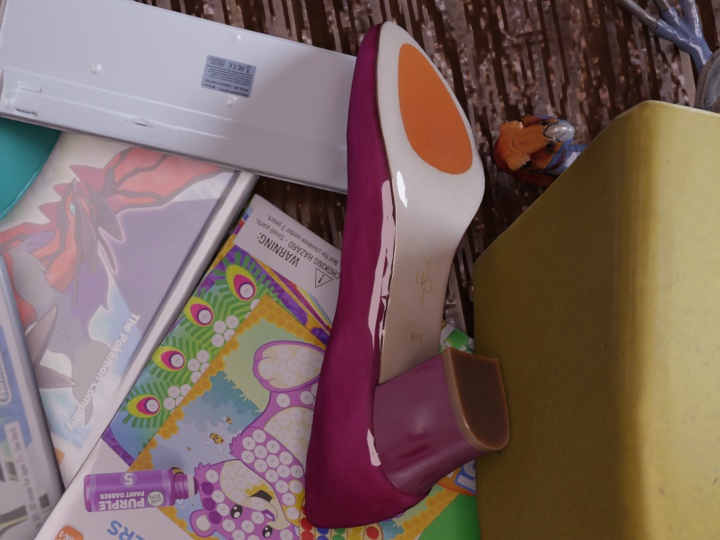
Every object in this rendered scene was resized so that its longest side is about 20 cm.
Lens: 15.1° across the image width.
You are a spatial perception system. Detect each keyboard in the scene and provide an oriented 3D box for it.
[{"bbox_3d":[-0.056,-0.071,1.101,0.199,0.011,0.057,12,87,-27],"label":"keyboard"}]

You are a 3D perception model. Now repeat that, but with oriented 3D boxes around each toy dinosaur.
[{"bbox_3d":[0.153,-0.033,1.103,0.181,0.105,0.201,-16,96,13],"label":"toy dinosaur"}]

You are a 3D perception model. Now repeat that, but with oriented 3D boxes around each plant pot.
[{"bbox_3d":[0.151,0.081,1.010,0.195,0.194,0.201,11,69,-13],"label":"plant pot"}]

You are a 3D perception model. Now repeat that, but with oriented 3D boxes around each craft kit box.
[{"bbox_3d":[-0.015,0.105,1.094,0.200,0.049,0.198,33,77,-3],"label":"craft kit box"}]

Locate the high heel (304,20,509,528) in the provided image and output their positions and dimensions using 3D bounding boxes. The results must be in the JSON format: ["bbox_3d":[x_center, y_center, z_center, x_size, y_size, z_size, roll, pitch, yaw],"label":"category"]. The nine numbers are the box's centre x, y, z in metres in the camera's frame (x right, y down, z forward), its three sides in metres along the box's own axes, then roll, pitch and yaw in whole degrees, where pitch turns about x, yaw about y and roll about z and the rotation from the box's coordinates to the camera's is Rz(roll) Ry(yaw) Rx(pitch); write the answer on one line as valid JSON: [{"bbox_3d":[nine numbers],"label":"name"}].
[{"bbox_3d":[0.000,0.000,1.077,0.096,0.067,0.201,-29,52,34],"label":"high heel"}]

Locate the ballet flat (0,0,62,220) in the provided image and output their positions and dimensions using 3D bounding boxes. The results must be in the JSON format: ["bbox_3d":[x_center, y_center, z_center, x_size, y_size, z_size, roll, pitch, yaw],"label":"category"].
[{"bbox_3d":[-0.138,-0.103,1.102,0.062,0.067,0.201,24,83,40],"label":"ballet flat"}]

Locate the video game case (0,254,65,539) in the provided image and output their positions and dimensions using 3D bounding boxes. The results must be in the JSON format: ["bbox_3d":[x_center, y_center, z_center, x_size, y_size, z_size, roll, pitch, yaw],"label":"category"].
[{"bbox_3d":[-0.208,0.111,1.102,0.181,0.022,0.201,-14,100,-1],"label":"video game case"}]

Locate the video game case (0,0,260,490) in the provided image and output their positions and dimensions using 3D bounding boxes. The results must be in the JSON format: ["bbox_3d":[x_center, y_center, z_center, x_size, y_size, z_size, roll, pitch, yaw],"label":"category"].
[{"bbox_3d":[-0.151,-0.030,1.132,0.182,0.023,0.201,30,86,0],"label":"video game case"}]
